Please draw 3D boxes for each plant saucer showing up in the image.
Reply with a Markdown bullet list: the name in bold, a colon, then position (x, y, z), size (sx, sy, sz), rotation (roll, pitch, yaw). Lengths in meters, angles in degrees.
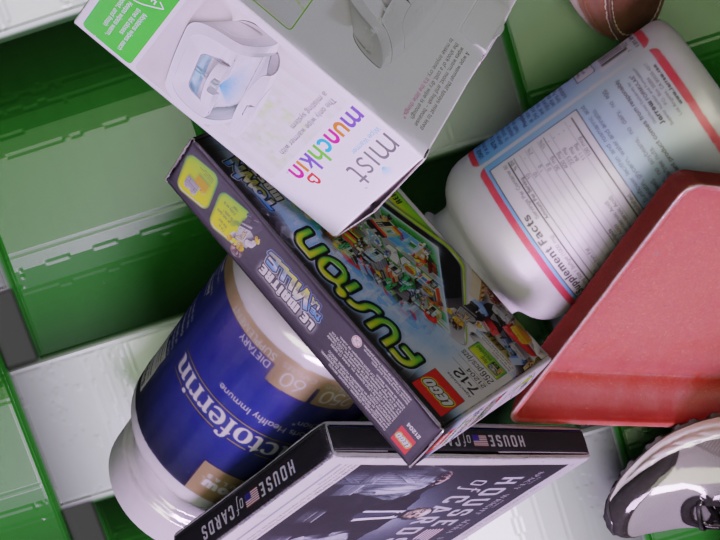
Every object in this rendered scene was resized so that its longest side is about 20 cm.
- **plant saucer**: position (0.204, 0.015, 0.950), size (0.198, 0.037, 0.200), rotation (4, 138, -29)

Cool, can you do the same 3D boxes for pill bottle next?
- **pill bottle**: position (-0.062, 0.068, 0.964), size (0.115, 0.116, 0.200), rotation (32, 127, -8)
- **pill bottle**: position (0.120, -0.043, 0.962), size (0.199, 0.109, 0.109), rotation (-35, 103, 11)

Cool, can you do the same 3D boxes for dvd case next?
- **dvd case**: position (0.014, 0.129, 0.962), size (0.199, 0.025, 0.150), rotation (6, 145, -40)

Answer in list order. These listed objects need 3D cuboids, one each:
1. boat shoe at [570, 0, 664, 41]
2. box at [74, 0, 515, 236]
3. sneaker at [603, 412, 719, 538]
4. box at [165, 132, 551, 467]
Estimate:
- **boat shoe**: position (0.155, -0.201, 0.899), size (0.075, 0.072, 0.201), rotation (-31, 142, -23)
- **box**: position (-0.016, -0.155, 0.878), size (0.176, 0.201, 0.097), rotation (39, 140, -11)
- **sneaker**: position (0.244, 0.129, 1.015), size (0.198, 0.080, 0.074), rotation (-15, 144, 6)
- **box**: position (0.000, 0.000, 0.890), size (0.200, 0.110, 0.035), rotation (49, 129, 12)
